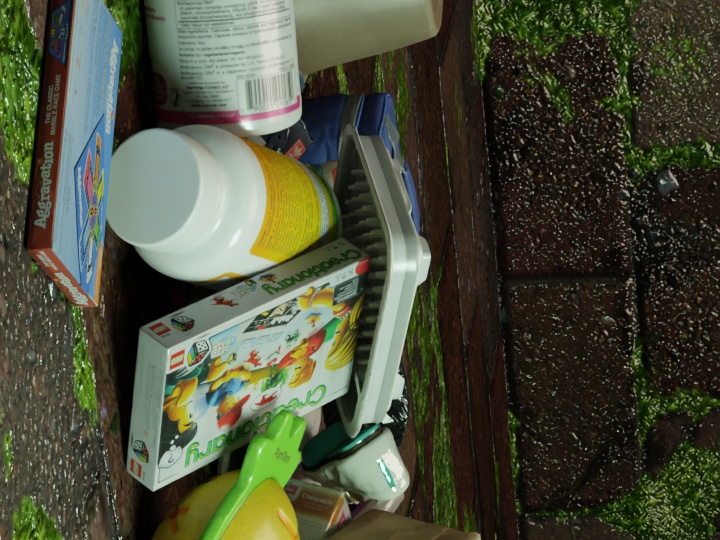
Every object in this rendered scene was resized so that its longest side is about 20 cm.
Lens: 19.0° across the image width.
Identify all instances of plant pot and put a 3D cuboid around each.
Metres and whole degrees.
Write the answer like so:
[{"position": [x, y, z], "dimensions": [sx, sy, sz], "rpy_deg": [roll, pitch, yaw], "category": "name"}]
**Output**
[{"position": [-0.016, -0.264, 1.954], "dimensions": [0.200, 0.173, 0.202], "rpy_deg": [-1, 90, -81], "category": "plant pot"}]

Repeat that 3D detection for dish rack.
[{"position": [0.010, 0.007, 1.648], "dimensions": [0.172, 0.043, 0.201], "rpy_deg": [-106, -159, -47], "category": "dish rack"}]

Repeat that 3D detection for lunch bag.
[{"position": [-0.012, -0.064, 2.062], "dimensions": [0.136, 0.131, 0.202], "rpy_deg": [-75, 160, -58], "category": "lunch bag"}]

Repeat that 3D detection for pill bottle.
[{"position": [-0.106, -0.206, 1.603], "dimensions": [0.113, 0.112, 0.202], "rpy_deg": [-57, 144, -73], "category": "pill bottle"}, {"position": [-0.102, -0.043, 1.557], "dimensions": [0.200, 0.110, 0.112], "rpy_deg": [19, 69, -64], "category": "pill bottle"}]

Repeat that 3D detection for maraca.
[{"position": [-0.092, 0.195, 1.566], "dimensions": [0.201, 0.106, 0.137], "rpy_deg": [-64, 168, -4], "category": "maraca"}]

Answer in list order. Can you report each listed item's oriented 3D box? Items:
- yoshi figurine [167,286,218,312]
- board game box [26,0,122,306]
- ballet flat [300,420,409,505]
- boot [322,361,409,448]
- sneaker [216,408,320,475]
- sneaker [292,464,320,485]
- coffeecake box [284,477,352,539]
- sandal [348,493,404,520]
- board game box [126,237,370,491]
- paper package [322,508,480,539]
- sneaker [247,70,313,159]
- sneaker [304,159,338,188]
[{"position": [-0.090, 0.067, 1.687], "dimensions": [0.200, 0.111, 0.114], "rpy_deg": [30, 66, -75], "category": "yoshi figurine"}, {"position": [-0.185, -0.088, 1.405], "dimensions": [0.103, 0.019, 0.202], "rpy_deg": [62, 29, -66], "category": "board game box"}, {"position": [-0.003, 0.161, 1.740], "dimensions": [0.200, 0.069, 0.070], "rpy_deg": [163, -73, -78], "category": "ballet flat"}, {"position": [0.006, 0.063, 1.933], "dimensions": [0.168, 0.076, 0.202], "rpy_deg": [-55, 137, -80], "category": "boot"}, {"position": [-0.084, 0.133, 1.812], "dimensions": [0.089, 0.074, 0.201], "rpy_deg": [70, 22, -46], "category": "sneaker"}, {"position": [-0.055, 0.198, 1.922], "dimensions": [0.200, 0.081, 0.078], "rpy_deg": [-32, 120, -78], "category": "sneaker"}, {"position": [-0.067, 0.291, 1.720], "dimensions": [0.154, 0.072, 0.201], "rpy_deg": [75, 33, -51], "category": "coffeecake box"}, {"position": [-0.025, 0.231, 1.873], "dimensions": [0.082, 0.050, 0.203], "rpy_deg": [-38, 172, -47], "category": "sandal"}, {"position": [-0.080, 0.065, 1.552], "dimensions": [0.199, 0.035, 0.127], "rpy_deg": [-25, 137, -39], "category": "board game box"}, {"position": [0.010, 0.304, 1.672], "dimensions": [0.190, 0.103, 0.202], "rpy_deg": [-18, 119, -70], "category": "paper package"}, {"position": [-0.083, -0.086, 1.793], "dimensions": [0.075, 0.084, 0.202], "rpy_deg": [63, 27, -67], "category": "sneaker"}, {"position": [0.000, -0.001, 1.793], "dimensions": [0.070, 0.092, 0.202], "rpy_deg": [-116, -164, -67], "category": "sneaker"}]
